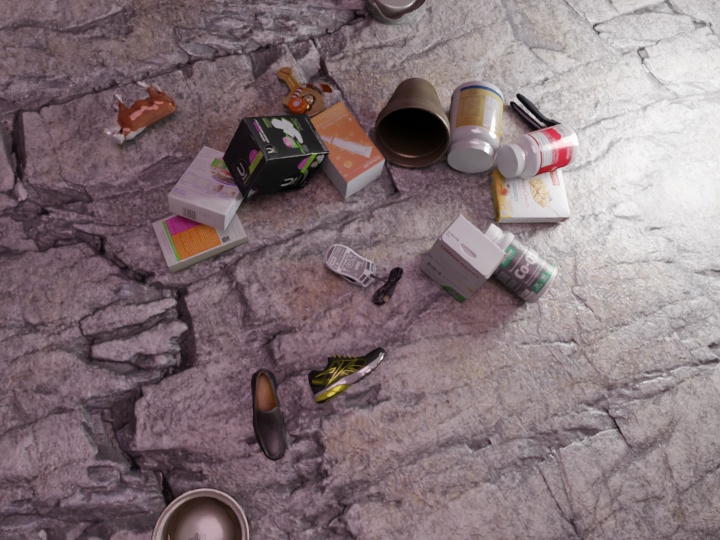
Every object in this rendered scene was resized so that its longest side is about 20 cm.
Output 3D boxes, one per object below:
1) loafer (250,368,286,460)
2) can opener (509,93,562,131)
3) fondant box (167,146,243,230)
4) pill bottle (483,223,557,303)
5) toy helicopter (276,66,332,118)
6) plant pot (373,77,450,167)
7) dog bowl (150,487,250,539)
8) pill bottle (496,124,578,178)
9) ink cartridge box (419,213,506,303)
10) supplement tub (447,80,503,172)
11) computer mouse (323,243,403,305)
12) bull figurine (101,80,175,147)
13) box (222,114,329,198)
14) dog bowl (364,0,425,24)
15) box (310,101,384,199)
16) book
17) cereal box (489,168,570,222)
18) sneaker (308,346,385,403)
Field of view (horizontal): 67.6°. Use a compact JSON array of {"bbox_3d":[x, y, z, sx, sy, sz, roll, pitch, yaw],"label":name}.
[{"bbox_3d":[-0.210,0.319,1.198,0.071,0.072,0.204,-13,75,-11],"label":"loafer"},{"bbox_3d":[0.502,-0.421,1.521,0.199,0.078,0.064,40,112,10],"label":"can opener"},{"bbox_3d":[-0.359,-0.204,1.318,0.142,0.059,0.202,19,51,0],"label":"fondant box"},{"bbox_3d":[0.380,-0.020,1.346,0.199,0.113,0.114,37,72,6],"label":"pill bottle"},{"bbox_3d":[-0.160,-0.488,1.458,0.131,0.079,0.201,-31,66,-7],"label":"toy helicopter"},{"bbox_3d":[0.141,-0.404,1.415,0.196,0.201,0.176,12,55,-2],"label":"plant pot"},{"bbox_3d":[-0.324,0.554,1.112,0.196,0.074,0.204,2,73,-6],"label":"dog bowl"},{"bbox_3d":[0.462,-0.308,1.411,0.197,0.112,0.114,-18,75,-20],"label":"pill bottle"},{"bbox_3d":[0.238,-0.023,1.285,0.145,0.200,0.088,40,72,8],"label":"ink cartridge box"},{"bbox_3d":[0.302,-0.381,1.434,0.142,0.145,0.204,11,72,-2],"label":"supplement tub"},{"bbox_3d":[0.000,0.000,1.338,0.198,0.044,0.111,29,76,-3],"label":"computer mouse"},{"bbox_3d":[-0.579,-0.407,1.388,0.198,0.065,0.123,-31,81,-15],"label":"bull figurine"},{"bbox_3d":[-0.205,-0.279,1.307,0.198,0.148,0.126,-18,72,-44],"label":"box"},{"bbox_3d":[0.099,-0.820,1.595,0.196,0.059,0.204,2,73,-5],"label":"dog bowl"},{"bbox_3d":[-0.046,-0.312,1.400,0.123,0.098,0.201,-33,79,-15],"label":"box"},{"bbox_3d":[-0.394,-0.096,1.324,0.197,0.048,0.135,-24,73,-13],"label":"book"},{"bbox_3d":[0.455,-0.202,1.448,0.196,0.040,0.147,-2,71,-6],"label":"cereal box"},{"bbox_3d":[-0.033,0.224,1.245,0.198,0.075,0.085,-31,77,-14],"label":"sneaker"}]
